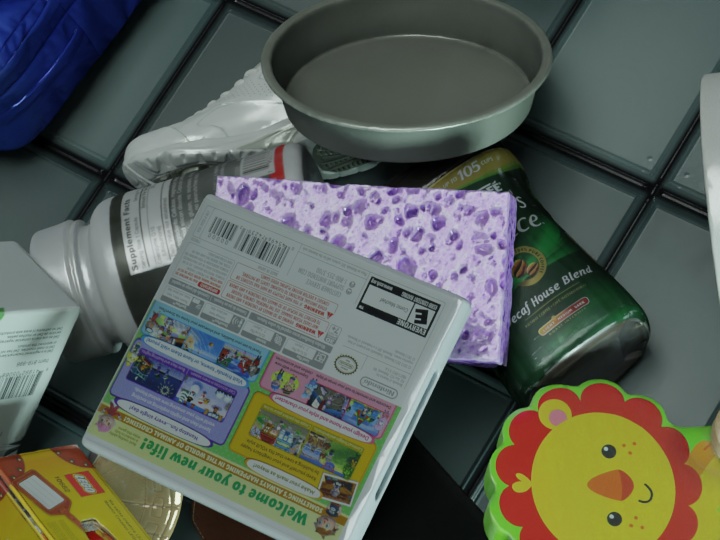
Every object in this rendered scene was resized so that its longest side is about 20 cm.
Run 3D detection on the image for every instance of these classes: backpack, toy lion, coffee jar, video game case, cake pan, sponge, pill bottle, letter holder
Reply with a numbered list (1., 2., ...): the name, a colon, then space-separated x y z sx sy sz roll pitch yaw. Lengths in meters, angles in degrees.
1. backpack: -0.279 -0.206 1.760 0.162 0.168 0.201 25 78 32
2. toy lion: 0.174 0.162 1.473 0.190 0.069 0.201 -4 63 -9
3. coffee jar: 0.098 -0.003 1.597 0.104 0.085 0.200 -36 61 -3
4. video game case: -0.054 0.066 1.495 0.199 0.022 0.183 22 80 25
5. cake pan: 0.032 -0.133 1.631 0.199 0.037 0.201 -1 34 1
6. sponge: 0.000 0.000 1.546 0.199 0.030 0.112 4 81 13
7. pill bottle: -0.118 -0.007 1.646 0.199 0.114 0.115 -17 62 9
8. letter holder: -0.010 0.176 1.547 0.100 0.143 0.200 -23 56 -33

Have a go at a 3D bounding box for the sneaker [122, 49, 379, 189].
1. sneaker: -0.075 -0.106 1.711 0.199 0.078 0.100 -12 56 1

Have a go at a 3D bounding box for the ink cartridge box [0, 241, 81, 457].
1. ink cartridge box: -0.294 0.086 1.587 0.083 0.146 0.201 41 117 31

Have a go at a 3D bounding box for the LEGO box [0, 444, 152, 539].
1. LEGO box: -0.182 0.236 1.528 0.200 0.077 0.149 47 124 29

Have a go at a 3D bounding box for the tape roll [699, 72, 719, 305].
1. tape roll: 0.294 -0.032 1.488 0.138 0.203 0.204 -6 64 13

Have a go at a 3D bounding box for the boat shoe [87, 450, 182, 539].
1. boat shoe: -0.146 0.121 1.598 0.071 0.065 0.201 16 105 -2
